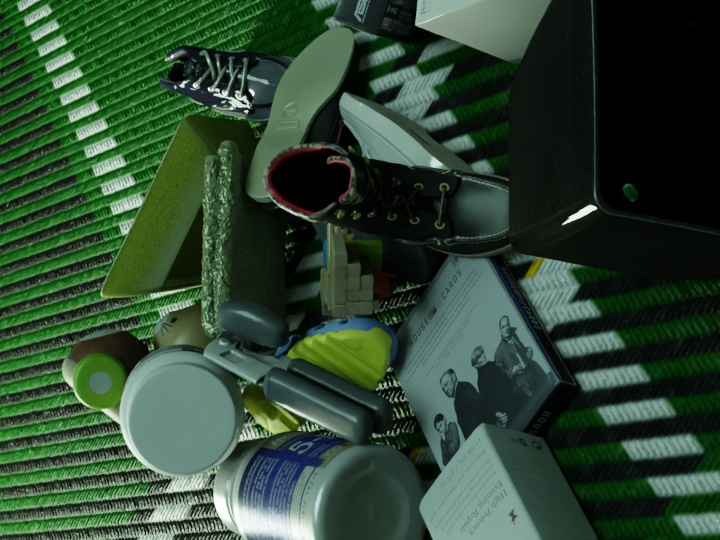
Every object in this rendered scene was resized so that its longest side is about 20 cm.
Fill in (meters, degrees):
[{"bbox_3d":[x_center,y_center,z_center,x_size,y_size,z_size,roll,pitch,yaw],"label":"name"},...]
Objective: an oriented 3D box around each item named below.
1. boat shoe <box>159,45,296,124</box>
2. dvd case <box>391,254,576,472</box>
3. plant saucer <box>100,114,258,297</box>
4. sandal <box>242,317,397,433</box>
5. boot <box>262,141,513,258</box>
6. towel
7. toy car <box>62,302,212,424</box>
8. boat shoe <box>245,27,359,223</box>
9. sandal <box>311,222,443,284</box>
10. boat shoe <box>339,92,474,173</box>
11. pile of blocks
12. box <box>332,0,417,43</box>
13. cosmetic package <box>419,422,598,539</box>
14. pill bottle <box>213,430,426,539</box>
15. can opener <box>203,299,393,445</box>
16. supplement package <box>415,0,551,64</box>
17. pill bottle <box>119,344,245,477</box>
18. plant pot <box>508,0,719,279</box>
[{"bbox_3d":[-0.133,-0.196,1.964,0.199,0.092,0.075,3,80,56],"label":"boat shoe"},{"bbox_3d":[0.096,0.082,1.589,0.151,0.025,0.201,-56,37,26],"label":"dvd case"},{"bbox_3d":[-0.168,-0.055,1.915,0.048,0.200,0.201,29,99,13],"label":"plant saucer"},{"bbox_3d":[-0.032,0.079,1.718,0.200,0.080,0.087,-26,22,49],"label":"sandal"},{"bbox_3d":[0.031,-0.061,1.565,0.199,0.150,0.074,12,90,38],"label":"boot"},{"bbox_3d":[-0.110,-0.011,1.829,0.036,0.148,0.202,-7,68,21],"label":"towel"},{"bbox_3d":[-0.189,0.074,1.910,0.200,0.157,0.164,-53,7,-6],"label":"toy car"},{"bbox_3d":[-0.048,-0.143,1.843,0.073,0.063,0.203,6,67,39],"label":"boat shoe"},{"bbox_3d":[0.014,-0.038,1.733,0.200,0.043,0.077,29,142,45],"label":"sandal"},{"bbox_3d":[0.033,-0.100,1.720,0.200,0.072,0.069,40,108,43],"label":"boat shoe"},{"bbox_3d":[0.000,0.000,1.676,0.200,0.062,0.083,166,104,-85],"label":"pile of blocks"},{"bbox_3d":[0.036,-0.290,1.696,0.200,0.049,0.162,-29,-40,-79],"label":"box"},{"bbox_3d":[0.127,0.225,1.448,0.102,0.074,0.200,-57,37,26],"label":"cosmetic package"},{"bbox_3d":[-0.043,0.203,1.657,0.199,0.119,0.121,2,79,55],"label":"pill bottle"},{"bbox_3d":[-0.057,0.083,1.627,0.199,0.053,0.067,23,121,37],"label":"can opener"},{"bbox_3d":[0.154,-0.261,1.553,0.199,0.119,0.122,-13,67,53],"label":"supplement package"},{"bbox_3d":[-0.163,0.128,1.727,0.200,0.113,0.115,-174,99,-83],"label":"pill bottle"},{"bbox_3d":[0.205,-0.091,1.363,0.177,0.199,0.201,-34,51,58],"label":"plant pot"}]
